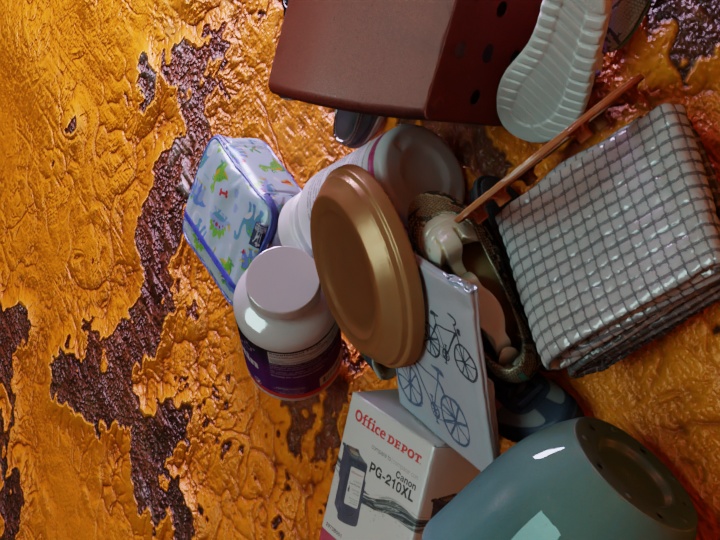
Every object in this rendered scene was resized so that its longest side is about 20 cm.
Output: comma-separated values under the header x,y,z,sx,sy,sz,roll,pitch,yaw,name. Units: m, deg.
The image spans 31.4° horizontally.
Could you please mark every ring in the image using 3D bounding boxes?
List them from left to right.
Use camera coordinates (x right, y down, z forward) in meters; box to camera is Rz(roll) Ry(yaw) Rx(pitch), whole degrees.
x,y,z,sx,sy,sz,roll,pitch,yaw,name
0.163,-0.098,1.091,0.019,0.200,0.200,52,134,3,ring

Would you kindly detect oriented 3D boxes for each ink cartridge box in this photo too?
x,y,z,sx,sy,sz,roll,pitch,yaw,name
0.041,0.237,1.297,0.145,0.084,0.201,27,109,50,ink cartridge box

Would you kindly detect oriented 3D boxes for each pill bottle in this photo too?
x,y,z,sx,sy,sz,roll,pitch,yaw,name
-0.077,0.055,1.375,0.200,0.112,0.113,87,165,-62,pill bottle
0.006,-0.067,1.341,0.200,0.113,0.114,-25,68,49,pill bottle

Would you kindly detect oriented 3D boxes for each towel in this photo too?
x,y,z,sx,sy,sz,roll,pitch,yaw,name
0.221,-0.024,1.071,0.200,0.085,0.166,-36,52,34,towel

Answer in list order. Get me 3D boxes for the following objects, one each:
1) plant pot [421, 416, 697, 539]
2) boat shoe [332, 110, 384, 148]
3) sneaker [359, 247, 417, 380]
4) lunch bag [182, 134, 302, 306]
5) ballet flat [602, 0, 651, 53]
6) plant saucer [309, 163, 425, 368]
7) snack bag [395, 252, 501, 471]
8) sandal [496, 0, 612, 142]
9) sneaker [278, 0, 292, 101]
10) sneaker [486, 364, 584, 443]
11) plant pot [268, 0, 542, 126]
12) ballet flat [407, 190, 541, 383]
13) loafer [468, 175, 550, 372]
x,y,z,sx,sy,sz,roll,pitch,yaw,name
0.176,0.219,1.043,0.161,0.200,0.201,-53,48,21,plant pot
-0.006,-0.235,1.400,0.074,0.073,0.201,25,108,50,boat shoe
0.061,0.042,1.308,0.200,0.067,0.090,-42,63,43,sneaker
-0.141,-0.057,1.562,0.200,0.082,0.161,53,130,41,lunch bag
0.233,-0.280,1.093,0.069,0.071,0.201,56,130,37,ballet flat
0.000,0.000,1.214,0.200,0.037,0.201,162,90,-71,plant saucer
0.071,0.072,1.176,0.188,0.021,0.201,35,139,59,snack bag
0.184,-0.191,1.152,0.082,0.050,0.203,36,144,10,sandal
-0.066,-0.271,1.340,0.200,0.106,0.075,-54,43,30,sneaker
0.122,0.097,1.190,0.070,0.082,0.200,-43,39,-16,sneaker
0.060,-0.234,1.230,0.176,0.199,0.201,30,112,39,plant pot
0.100,0.008,1.139,0.068,0.075,0.201,-31,75,8,ballet flat
0.145,0.003,1.194,0.063,0.072,0.201,-54,51,41,loafer
